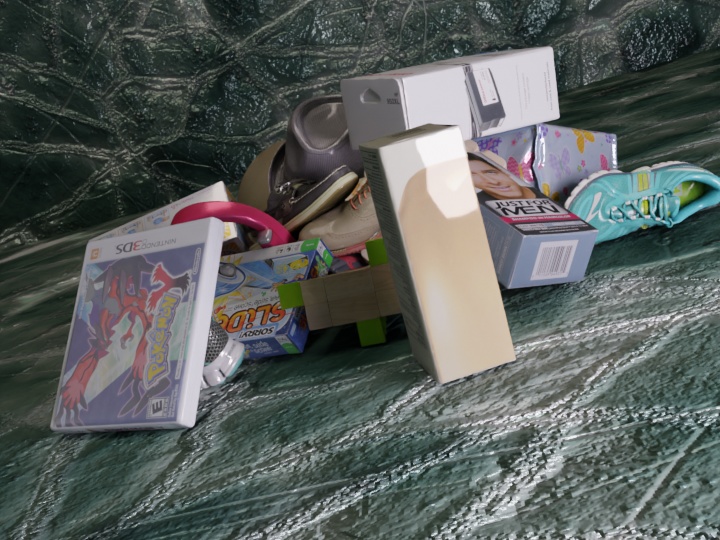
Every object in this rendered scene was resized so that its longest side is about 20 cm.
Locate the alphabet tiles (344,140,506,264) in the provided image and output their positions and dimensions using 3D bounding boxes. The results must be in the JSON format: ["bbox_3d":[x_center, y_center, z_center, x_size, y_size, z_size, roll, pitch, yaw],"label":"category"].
[{"bbox_3d":[0.072,-0.081,1.168,0.200,0.015,0.196,-40,48,-12],"label":"alphabet tiles"}]

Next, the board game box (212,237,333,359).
[{"bbox_3d":[-0.136,0.039,1.110,0.199,0.034,0.136,-10,45,29],"label":"board game box"}]

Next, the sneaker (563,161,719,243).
[{"bbox_3d":[0.310,-0.076,1.106,0.199,0.078,0.080,-20,21,-16],"label":"sneaker"}]

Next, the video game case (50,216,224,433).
[{"bbox_3d":[-0.217,0.055,0.969,0.182,0.201,0.023,-9,-24,34],"label":"video game case"}]

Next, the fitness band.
[{"bbox_3d":[-0.142,-0.013,1.195,0.143,0.200,0.038,-7,56,23],"label":"fitness band"}]

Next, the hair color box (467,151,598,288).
[{"bbox_3d":[0.136,-0.057,1.028,0.099,0.061,0.200,-5,30,-32],"label":"hair color box"}]

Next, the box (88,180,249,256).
[{"bbox_3d":[-0.236,-0.013,1.308,0.199,0.113,0.102,-23,53,4],"label":"box"}]

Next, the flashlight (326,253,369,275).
[{"bbox_3d":[0.000,0.000,1.206,0.068,0.068,0.200,16,20,20],"label":"flashlight"}]

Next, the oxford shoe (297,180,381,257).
[{"bbox_3d":[0.012,-0.081,1.132,0.200,0.075,0.071,-27,46,-1],"label":"oxford shoe"}]

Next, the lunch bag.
[{"bbox_3d":[0.195,-0.121,1.263,0.169,0.128,0.200,-1,-4,-41],"label":"lunch bag"}]

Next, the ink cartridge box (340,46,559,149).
[{"bbox_3d":[0.098,-0.192,1.124,0.199,0.085,0.145,-16,15,-25],"label":"ink cartridge box"}]

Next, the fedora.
[{"bbox_3d":[-0.037,-0.158,1.279,0.176,0.090,0.200,3,44,14],"label":"fedora"}]

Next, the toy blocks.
[{"bbox_3d":[0.033,0.016,1.040,0.199,0.100,0.137,-12,0,16],"label":"toy blocks"}]

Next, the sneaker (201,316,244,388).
[{"bbox_3d":[-0.218,0.074,1.032,0.199,0.091,0.078,-13,34,25],"label":"sneaker"}]

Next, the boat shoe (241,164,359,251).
[{"bbox_3d":[-0.082,-0.077,1.199,0.072,0.066,0.201,-29,-5,-46],"label":"boat shoe"}]

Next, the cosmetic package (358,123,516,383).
[{"bbox_3d":[0.063,-0.018,0.842,0.071,0.201,0.105,-17,12,-7],"label":"cosmetic package"}]

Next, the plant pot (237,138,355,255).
[{"bbox_3d":[-0.056,-0.068,1.364,0.187,0.188,0.200,-19,26,-11],"label":"plant pot"}]
